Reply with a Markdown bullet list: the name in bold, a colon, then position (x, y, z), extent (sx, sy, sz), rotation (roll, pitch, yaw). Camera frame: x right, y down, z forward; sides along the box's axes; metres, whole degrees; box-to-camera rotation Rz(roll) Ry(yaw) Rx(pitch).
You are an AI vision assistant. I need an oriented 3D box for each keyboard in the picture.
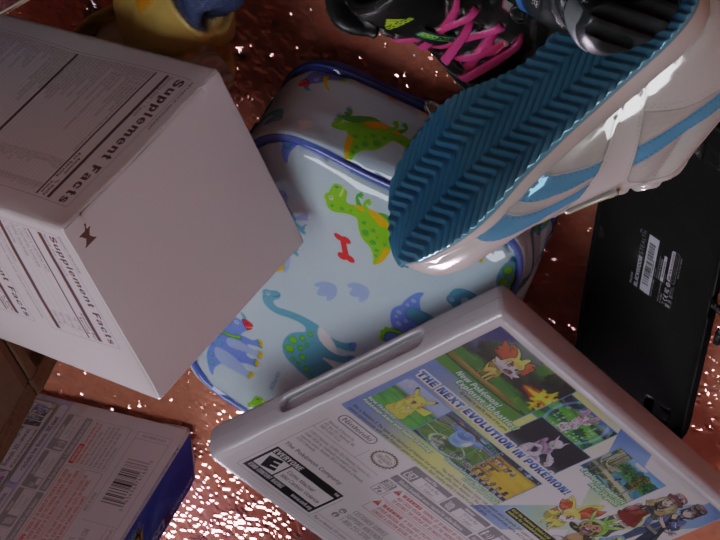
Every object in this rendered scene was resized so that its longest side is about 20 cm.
- **keyboard**: position (0.159, -0.003, 1.240), extent (0.104, 0.040, 0.201), rotation (37, 141, 29)

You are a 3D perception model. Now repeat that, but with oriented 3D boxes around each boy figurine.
- **boy figurine**: position (-0.094, -0.134, 1.215), extent (0.125, 0.064, 0.200), rotation (69, 155, 11)

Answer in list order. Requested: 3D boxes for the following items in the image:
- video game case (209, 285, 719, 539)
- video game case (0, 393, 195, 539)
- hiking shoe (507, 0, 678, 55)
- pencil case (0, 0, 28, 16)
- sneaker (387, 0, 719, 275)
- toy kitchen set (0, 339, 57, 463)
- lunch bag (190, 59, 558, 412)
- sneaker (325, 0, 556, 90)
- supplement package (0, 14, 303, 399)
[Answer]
- **video game case**: position (0.057, 0.099, 1.282), extent (0.182, 0.022, 0.200), rotation (-27, 132, 29)
- **video game case**: position (-0.213, 0.148, 1.436), extent (0.180, 0.200, 0.046), rotation (13, 134, 18)
- **hiking shoe**: position (0.077, -0.188, 1.040), extent (0.086, 0.074, 0.202), rotation (23, 120, 48)
- **pencil case**: position (-0.209, -0.194, 1.118), extent (0.089, 0.078, 0.201), rotation (-16, 119, 11)
- **sneaker**: position (0.093, -0.055, 1.135), extent (0.081, 0.077, 0.200), rotation (26, 130, -39)
- **toy kitchen set**: position (-0.293, 0.033, 1.379), extent (0.199, 0.181, 0.164), rotation (-18, 116, 24)
- **lunch bag**: position (0.000, 0.000, 1.281), extent (0.160, 0.083, 0.201), rotation (24, 135, 4)
- **sneaker**: position (0.031, -0.123, 1.160), extent (0.074, 0.088, 0.200), rotation (-26, 112, 40)
- **supplement package**: position (-0.145, -0.037, 1.216), extent (0.199, 0.114, 0.110), rotation (18, 146, 42)
